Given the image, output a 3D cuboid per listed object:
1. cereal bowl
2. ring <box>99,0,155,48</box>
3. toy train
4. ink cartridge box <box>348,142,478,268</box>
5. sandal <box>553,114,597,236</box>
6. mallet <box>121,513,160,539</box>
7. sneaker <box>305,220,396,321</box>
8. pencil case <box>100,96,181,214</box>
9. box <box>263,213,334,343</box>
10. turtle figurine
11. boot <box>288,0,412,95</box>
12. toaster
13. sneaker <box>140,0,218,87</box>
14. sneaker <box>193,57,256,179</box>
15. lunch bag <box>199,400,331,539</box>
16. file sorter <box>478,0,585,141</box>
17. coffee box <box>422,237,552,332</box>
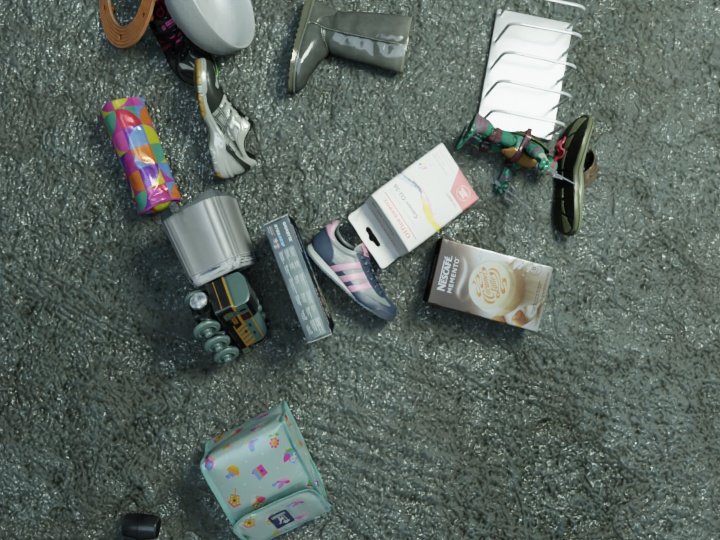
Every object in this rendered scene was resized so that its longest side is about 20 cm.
[{"bbox_3d":[-0.263,-0.449,1.146,0.082,0.199,0.205,-16,92,25],"label":"cereal bowl"},{"bbox_3d":[-0.386,-0.477,1.167,0.197,0.019,0.207,1,92,44],"label":"ring"},{"bbox_3d":[-0.216,0.082,1.156,0.111,0.201,0.087,-23,60,-4],"label":"toy train"},{"bbox_3d":[0.088,-0.107,1.185,0.198,0.067,0.118,-37,92,-12],"label":"ink cartridge box"},{"bbox_3d":[0.377,-0.163,1.206,0.056,0.080,0.207,1,98,-17],"label":"sandal"},{"bbox_3d":[-0.406,0.531,1.241,0.064,0.041,0.206,13,95,-1],"label":"mallet"},{"bbox_3d":[0.000,0.000,1.202,0.199,0.070,0.082,42,103,-2],"label":"sneaker"},{"bbox_3d":[-0.379,-0.198,1.201,0.086,0.088,0.205,-21,89,1],"label":"pencil case"},{"bbox_3d":[-0.100,0.012,1.164,0.045,0.159,0.205,-21,90,0],"label":"box"},{"bbox_3d":[0.263,-0.191,1.175,0.196,0.150,0.102,27,65,-2],"label":"turtle figurine"},{"bbox_3d":[-0.019,-0.373,1.206,0.195,0.073,0.187,15,93,-7],"label":"boot"},{"bbox_3d":[-0.245,-0.052,1.142,0.111,0.200,0.132,-24,91,3],"label":"toaster"},{"bbox_3d":[-0.320,-0.399,1.192,0.076,0.084,0.202,-37,91,2],"label":"sneaker"},{"bbox_3d":[-0.229,-0.263,1.190,0.085,0.076,0.205,-14,117,-9],"label":"sneaker"},{"bbox_3d":[-0.158,0.361,1.194,0.167,0.122,0.204,-24,99,-2],"label":"lunch bag"},{"bbox_3d":[0.288,-0.342,1.171,0.135,0.125,0.206,10,91,-1],"label":"file sorter"},{"bbox_3d":[0.216,0.025,1.201,0.194,0.080,0.118,14,91,0],"label":"coffee box"}]
